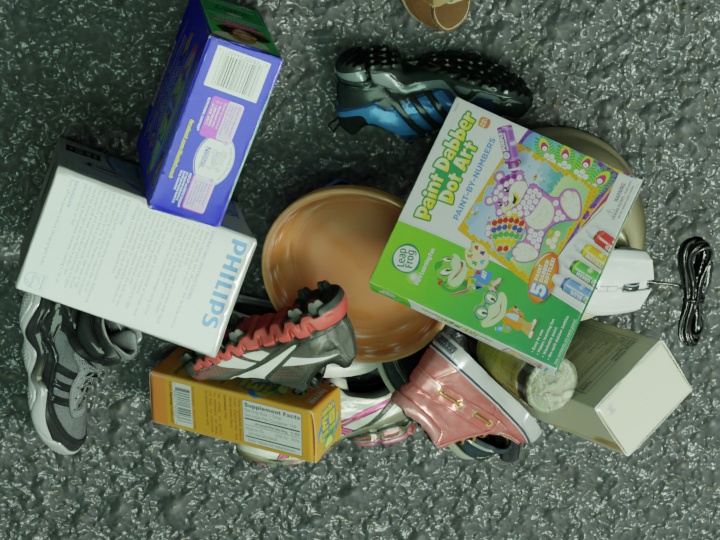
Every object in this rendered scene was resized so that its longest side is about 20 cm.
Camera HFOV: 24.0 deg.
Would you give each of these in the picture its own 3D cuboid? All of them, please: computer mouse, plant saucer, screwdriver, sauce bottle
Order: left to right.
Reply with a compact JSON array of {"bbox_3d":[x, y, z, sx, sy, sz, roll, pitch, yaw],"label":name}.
[{"bbox_3d":[0.000,0.000,1.698,0.198,0.038,0.202,7,122,12],"label":"plant saucer"},{"bbox_3d":[0.149,0.078,1.728,0.064,0.200,0.065,-10,115,-22],"label":"sauce bottle"},{"bbox_3d":[0.165,0.116,1.852,0.028,0.029,0.202,-1,107,-3],"label":"screwdriver"},{"bbox_3d":[0.247,0.014,1.641,0.198,0.044,0.111,5,114,-8],"label":"computer mouse"}]

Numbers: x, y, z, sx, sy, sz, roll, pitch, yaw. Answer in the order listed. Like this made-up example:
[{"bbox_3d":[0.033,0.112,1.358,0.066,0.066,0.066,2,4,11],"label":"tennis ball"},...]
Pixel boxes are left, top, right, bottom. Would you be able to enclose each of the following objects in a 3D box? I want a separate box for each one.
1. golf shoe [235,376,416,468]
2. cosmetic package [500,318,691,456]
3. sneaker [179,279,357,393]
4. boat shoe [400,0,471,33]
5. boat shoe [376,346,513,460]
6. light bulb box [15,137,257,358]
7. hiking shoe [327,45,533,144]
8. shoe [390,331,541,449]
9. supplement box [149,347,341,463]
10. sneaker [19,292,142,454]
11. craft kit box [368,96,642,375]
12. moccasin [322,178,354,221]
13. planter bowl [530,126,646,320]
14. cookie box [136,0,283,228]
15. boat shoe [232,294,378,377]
[{"bbox_3d":[-0.041,0.153,1.824,0.198,0.073,0.093,-13,110,-9],"label":"golf shoe"},{"bbox_3d":[0.234,0.111,1.740,0.105,0.200,0.071,-42,114,-13],"label":"cosmetic package"},{"bbox_3d":[-0.088,0.085,1.710,0.199,0.071,0.098,-19,111,24],"label":"sneaker"},{"bbox_3d":[0.077,-0.280,1.572,0.076,0.074,0.200,-44,154,-10],"label":"boat shoe"},{"bbox_3d":[0.090,0.132,1.809,0.062,0.075,0.200,-10,126,47],"label":"boat shoe"},{"bbox_3d":[-0.219,-0.026,1.642,0.199,0.198,0.126,20,99,-14],"label":"light bulb box"},{"bbox_3d":[0.071,-0.169,1.684,0.198,0.075,0.087,8,121,3],"label":"hiking shoe"},{"bbox_3d":[0.108,0.147,1.744,0.091,0.071,0.200,-48,135,-1],"label":"shoe"},{"bbox_3d":[-0.120,0.139,1.762,0.199,0.067,0.069,13,118,22],"label":"supplement box"},{"bbox_3d":[-0.285,0.104,1.760,0.113,0.076,0.202,2,113,17],"label":"sneaker"},{"bbox_3d":[0.137,-0.034,1.599,0.196,0.049,0.201,24,82,11],"label":"craft kit box"},{"bbox_3d":[0.016,-0.001,1.753,0.080,0.068,0.200,-38,112,13],"label":"moccasin"},{"bbox_3d":[0.202,-0.028,1.716,0.198,0.135,0.202,-2,114,-4],"label":"planter bowl"},{"bbox_3d":[-0.145,-0.156,1.586,0.075,0.200,0.172,18,107,-17],"label":"cookie box"},{"bbox_3d":[-0.072,0.060,1.781,0.198,0.072,0.069,11,117,1],"label":"boat shoe"}]
